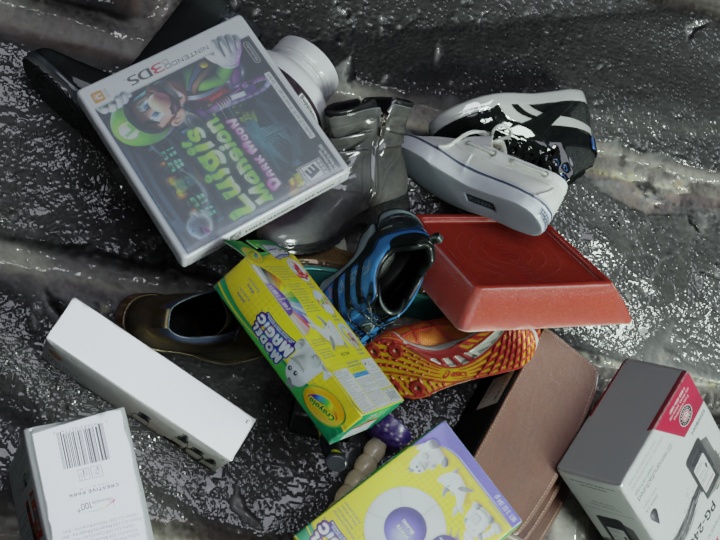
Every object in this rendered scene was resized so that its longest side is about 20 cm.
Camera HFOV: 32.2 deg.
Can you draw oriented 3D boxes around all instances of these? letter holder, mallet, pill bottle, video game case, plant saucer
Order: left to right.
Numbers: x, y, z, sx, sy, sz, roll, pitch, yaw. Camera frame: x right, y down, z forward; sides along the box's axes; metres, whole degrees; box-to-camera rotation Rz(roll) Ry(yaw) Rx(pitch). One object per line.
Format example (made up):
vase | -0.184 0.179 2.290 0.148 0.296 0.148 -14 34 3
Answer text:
video game case | -0.137 -0.125 1.156 0.181 0.023 0.201 -29 72 -19
pill bottle | -0.109 -0.140 1.242 0.112 0.112 0.201 39 65 -4
mallet | -0.021 0.154 1.143 0.065 0.200 0.042 10 95 -14
plant saucer | 0.147 -0.007 1.255 0.198 0.200 0.037 -1 119 -24
letter holder | 0.171 0.185 1.251 0.142 0.101 0.201 37 66 -8

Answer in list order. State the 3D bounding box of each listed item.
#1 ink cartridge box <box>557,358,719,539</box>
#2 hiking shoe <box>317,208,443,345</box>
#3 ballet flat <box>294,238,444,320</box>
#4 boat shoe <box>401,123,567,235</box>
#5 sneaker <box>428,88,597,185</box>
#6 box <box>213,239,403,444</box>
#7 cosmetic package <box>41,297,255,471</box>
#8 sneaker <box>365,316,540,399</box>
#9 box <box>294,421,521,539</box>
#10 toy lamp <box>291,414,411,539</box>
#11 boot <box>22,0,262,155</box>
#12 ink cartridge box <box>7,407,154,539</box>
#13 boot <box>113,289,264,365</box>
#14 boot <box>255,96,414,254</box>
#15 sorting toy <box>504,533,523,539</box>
ink cartridge box | 0.300 0.212 1.248 0.146 0.083 0.201 -52 125 -24
hiking shoe | -0.001 0.033 1.188 0.074 0.087 0.201 29 96 -23
ballet flat | 0.000 0.000 1.271 0.197 0.068 0.073 9 51 -17
boat shoe | 0.128 -0.113 1.295 0.201 0.075 0.086 26 67 35
sneaker | 0.178 -0.133 1.361 0.198 0.073 0.113 -11 76 -23
box | -0.053 0.056 1.119 0.048 0.117 0.201 -39 78 16
cosmetic package | -0.198 0.109 1.153 0.199 0.083 0.051 35 66 -6
sneaker | 0.084 0.078 1.244 0.197 0.077 0.074 -8 111 14
box | 0.030 0.240 1.109 0.199 0.048 0.118 -36 75 -14
toy lamp | -0.019 0.230 1.194 0.058 0.058 0.201 37 66 -5
boot | -0.215 -0.217 1.252 0.165 0.066 0.201 43 68 -12
ink cartridge box | -0.231 0.226 1.040 0.083 0.200 0.178 -10 77 -22
boot | -0.122 0.053 1.172 0.198 0.097 0.076 1 88 -31
boot | -0.029 -0.101 1.242 0.199 0.069 0.133 -25 124 -40
sorting toy | 0.046 0.305 1.155 0.179 0.107 0.201 38 68 -11
